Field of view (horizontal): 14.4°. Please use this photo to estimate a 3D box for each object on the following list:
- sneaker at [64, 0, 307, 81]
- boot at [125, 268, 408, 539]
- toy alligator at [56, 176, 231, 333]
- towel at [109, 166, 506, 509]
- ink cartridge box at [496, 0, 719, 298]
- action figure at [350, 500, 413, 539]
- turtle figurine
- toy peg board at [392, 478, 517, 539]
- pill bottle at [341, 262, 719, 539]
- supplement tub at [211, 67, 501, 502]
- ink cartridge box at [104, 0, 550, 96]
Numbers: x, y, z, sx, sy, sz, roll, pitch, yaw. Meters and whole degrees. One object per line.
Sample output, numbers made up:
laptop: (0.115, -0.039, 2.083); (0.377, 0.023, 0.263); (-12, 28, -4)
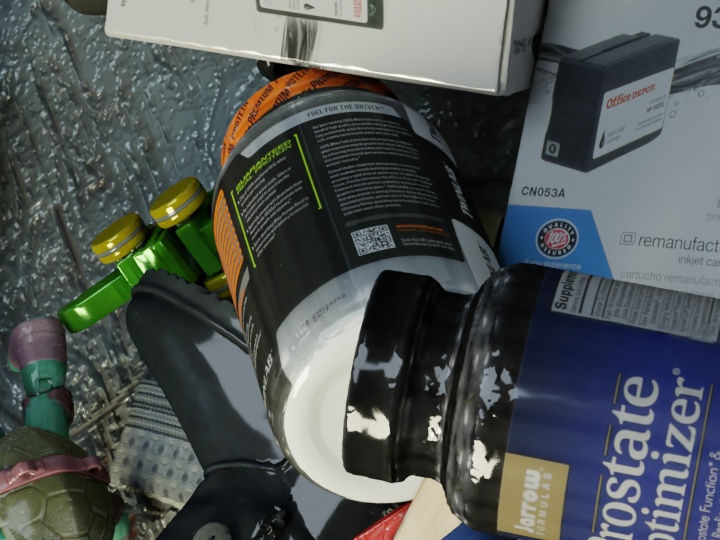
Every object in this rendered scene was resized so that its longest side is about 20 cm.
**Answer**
sneaker: (-0.075, -0.147, 1.516); (0.199, 0.075, 0.116); (-20, 67, 26)
boot: (-0.080, 0.109, 1.372); (0.200, 0.076, 0.168); (33, 77, 29)
toy alligator: (-0.071, -0.025, 1.459); (0.199, 0.059, 0.054); (-30, 17, 22)
towel: (-0.023, 0.045, 1.451); (0.199, 0.034, 0.194); (14, 80, 38)
ink cartridge box: (0.157, -0.069, 1.329); (0.144, 0.084, 0.201); (5, 78, 36)
action figure: (0.088, 0.181, 1.292); (0.099, 0.065, 0.201); (-33, 87, -6)
turtle figurine: (-0.166, 0.121, 1.420); (0.101, 0.149, 0.201); (-41, 56, 36)
toy peg board: (0.069, 0.206, 1.205); (0.199, 0.098, 0.201); (32, 114, 15)
pill bottle: (0.098, 0.059, 1.151); (0.199, 0.112, 0.113); (10, 80, 8)
supplement tub: (0.000, 0.000, 1.310); (0.122, 0.122, 0.200); (-40, 38, 17)
ink cartridge box: (-0.004, -0.144, 1.378); (0.199, 0.146, 0.085); (9, 101, 14)
